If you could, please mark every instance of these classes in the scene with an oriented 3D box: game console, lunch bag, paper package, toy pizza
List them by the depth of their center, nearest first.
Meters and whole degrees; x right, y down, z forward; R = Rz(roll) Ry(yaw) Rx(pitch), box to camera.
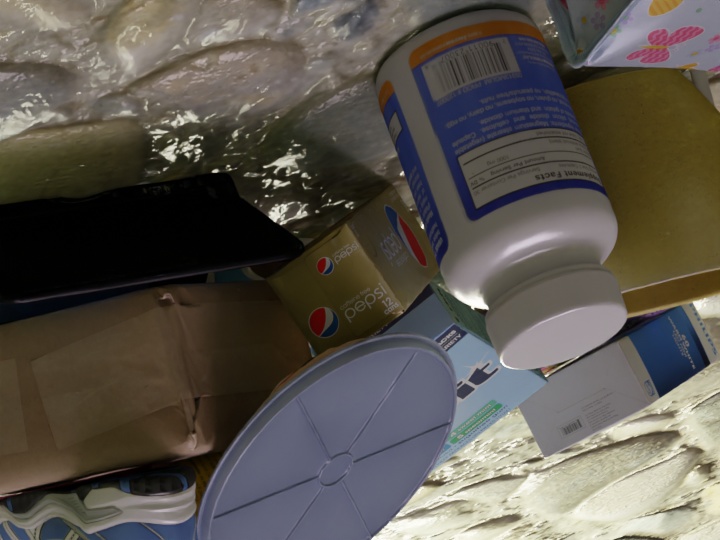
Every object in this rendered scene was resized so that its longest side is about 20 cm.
[{"bbox_3d":[0.207,-0.202,1.358,0.169,0.128,0.200,-1,144,-44],"label":"lunch bag"},{"bbox_3d":[-0.158,0.013,1.535,0.199,0.117,0.176,-9,145,-25],"label":"game console"},{"bbox_3d":[-0.024,0.114,1.538,0.199,0.032,0.201,-29,143,-24],"label":"toy pizza"},{"bbox_3d":[-0.150,0.075,1.563,0.199,0.104,0.190,-14,175,26],"label":"paper package"}]

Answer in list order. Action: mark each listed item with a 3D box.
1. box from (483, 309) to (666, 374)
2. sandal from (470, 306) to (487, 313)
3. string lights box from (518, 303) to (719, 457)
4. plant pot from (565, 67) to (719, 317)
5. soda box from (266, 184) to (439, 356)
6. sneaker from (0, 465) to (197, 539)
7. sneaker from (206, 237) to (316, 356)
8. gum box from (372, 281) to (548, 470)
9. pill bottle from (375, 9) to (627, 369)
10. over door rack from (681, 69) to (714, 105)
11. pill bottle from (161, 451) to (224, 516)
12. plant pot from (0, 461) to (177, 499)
[{"bbox_3d":[0.168,0.032,1.954,0.199,0.039,0.137,-30,162,21],"label":"box"},{"bbox_3d":[0.107,-0.010,1.812,0.080,0.054,0.200,-19,173,-12],"label":"sandal"},{"bbox_3d":[0.211,0.086,2.014,0.102,0.059,0.200,-29,177,25],"label":"string lights box"},{"bbox_3d":[0.175,-0.050,1.624,0.199,0.143,0.200,-13,172,-2],"label":"plant pot"},{"bbox_3d":[0.000,0.000,1.598,0.064,0.068,0.200,-34,-178,12],"label":"soda box"},{"bbox_3d":[-0.163,0.166,1.509,0.075,0.078,0.200,-10,179,-33],"label":"sneaker"},{"bbox_3d":[-0.026,0.021,1.732,0.199,0.077,0.081,-1,150,-43],"label":"sneaker"},{"bbox_3d":[0.028,0.095,1.791,0.170,0.045,0.200,-38,154,10],"label":"gum box"},{"bbox_3d":[0.090,-0.047,1.507,0.111,0.201,0.112,-17,158,-7],"label":"pill bottle"},{"bbox_3d":[0.256,-0.074,1.765,0.147,0.067,0.200,-9,155,-28],"label":"over door rack"},{"bbox_3d":[-0.109,0.182,1.640,0.199,0.113,0.113,-20,158,-13],"label":"pill bottle"},{"bbox_3d":[-0.145,0.160,1.823,0.200,0.201,0.179,-33,170,29],"label":"plant pot"}]
